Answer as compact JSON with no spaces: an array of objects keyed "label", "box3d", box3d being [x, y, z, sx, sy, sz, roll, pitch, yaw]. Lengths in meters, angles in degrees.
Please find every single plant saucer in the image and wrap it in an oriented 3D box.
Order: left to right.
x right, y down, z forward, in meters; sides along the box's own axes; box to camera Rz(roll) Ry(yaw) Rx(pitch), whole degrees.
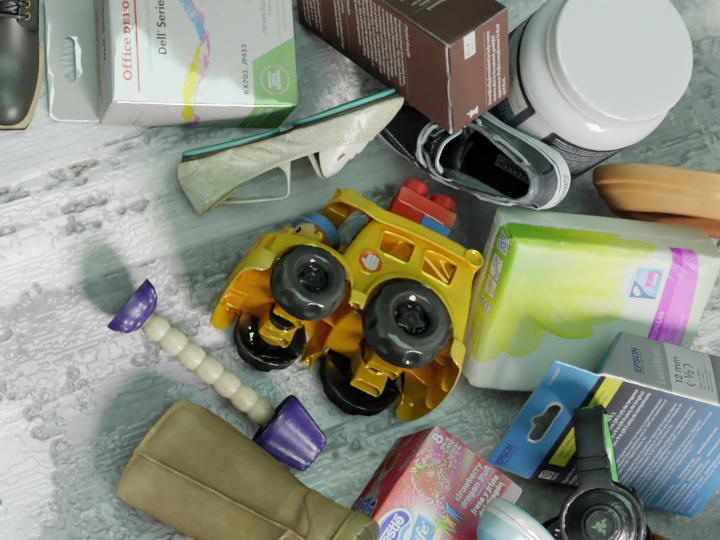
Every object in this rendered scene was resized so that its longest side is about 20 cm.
[{"label":"plant saucer","box3d":[0.297,-0.055,1.688,0.200,0.200,0.038,12,86,-15]}]

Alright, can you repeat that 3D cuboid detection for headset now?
[{"label":"headset","box3d":[0.207,0.203,1.544,0.094,0.124,0.200,-8,70,10]}]

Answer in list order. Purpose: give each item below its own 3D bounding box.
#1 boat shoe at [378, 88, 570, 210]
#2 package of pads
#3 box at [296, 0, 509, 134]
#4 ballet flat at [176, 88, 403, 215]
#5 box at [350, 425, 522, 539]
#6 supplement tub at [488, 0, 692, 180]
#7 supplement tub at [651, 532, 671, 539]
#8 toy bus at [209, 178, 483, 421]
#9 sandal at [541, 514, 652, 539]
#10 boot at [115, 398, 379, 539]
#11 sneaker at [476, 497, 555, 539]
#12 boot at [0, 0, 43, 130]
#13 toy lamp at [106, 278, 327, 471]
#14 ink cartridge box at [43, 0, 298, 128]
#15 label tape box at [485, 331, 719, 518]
[{"label":"boat shoe","box3d":[0.078,-0.103,1.642,0.068,0.200,0.072,-7,123,-53]},{"label":"package of pads","box3d":[0.190,0.032,1.665,0.200,0.068,0.155,6,119,-17]},{"label":"box","box3d":[0.032,-0.213,1.634,0.075,0.100,0.200,-33,54,-22]},{"label":"ballet flat","box3d":[-0.053,-0.096,1.639,0.200,0.067,0.062,-17,95,3]},{"label":"box","box3d":[0.030,0.234,1.589,0.095,0.100,0.200,38,70,-7]},{"label":"supplement tub","box3d":[0.183,-0.159,1.670,0.140,0.200,0.141,4,77,-18]},{"label":"supplement tub","box3d":[0.243,0.325,1.604,0.122,0.123,0.200,24,87,-12]},{"label":"toy bus","box3d":[0.000,0.000,1.622,0.200,0.136,0.192,25,59,-9]},{"label":"sandal","box3d":[0.149,0.248,1.653,0.200,0.048,0.075,-21,101,-8]},{"label":"boot","box3d":[-0.109,0.213,1.521,0.200,0.066,0.175,27,61,25]},{"label":"sneaker","box3d":[0.103,0.276,1.530,0.131,0.079,0.200,-42,138,-22]},{"label":"boot","box3d":[-0.285,-0.222,1.565,0.077,0.138,0.200,-4,81,-19]},{"label":"toy lamp","box3d":[-0.113,0.089,1.598,0.200,0.058,0.058,41,69,-4]},{"label":"ink cartridge box","box3d":[-0.159,-0.183,1.635,0.200,0.067,0.117,-1,79,-18]},{"label":"label tape box","box3d":[0.222,0.124,1.647,0.200,0.143,0.066,16,42,-13]}]
